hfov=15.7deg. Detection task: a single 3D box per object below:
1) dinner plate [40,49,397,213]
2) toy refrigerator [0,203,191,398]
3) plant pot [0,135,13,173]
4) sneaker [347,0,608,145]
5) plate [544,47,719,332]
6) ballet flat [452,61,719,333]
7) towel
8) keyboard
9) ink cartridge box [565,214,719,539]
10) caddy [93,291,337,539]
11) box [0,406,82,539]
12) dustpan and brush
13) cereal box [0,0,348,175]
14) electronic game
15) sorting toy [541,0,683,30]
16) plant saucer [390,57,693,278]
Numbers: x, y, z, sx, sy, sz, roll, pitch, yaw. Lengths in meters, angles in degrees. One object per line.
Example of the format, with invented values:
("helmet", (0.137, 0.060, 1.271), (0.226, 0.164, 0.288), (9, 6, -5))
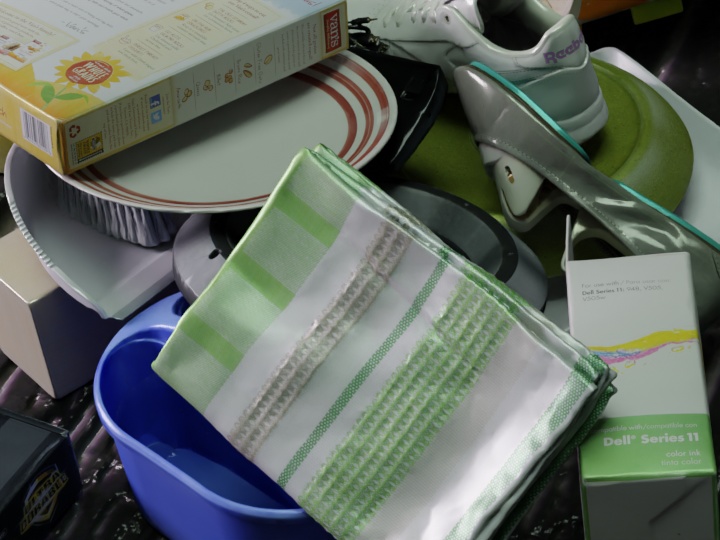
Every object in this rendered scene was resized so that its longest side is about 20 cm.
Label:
("dinner plate", (-0.079, -0.078, 1.428), (0.200, 0.024, 0.200), (-3, 33, 2))
("toy refrigerator", (-0.119, -0.017, 1.508), (0.200, 0.076, 0.070), (-33, 45, -23))
("plant pot", (-0.214, -0.179, 1.663), (0.200, 0.142, 0.200), (-6, 40, 5))
("sneaker", (0.059, -0.142, 1.503), (0.200, 0.100, 0.075), (24, 53, 35))
("plate", (0.124, -0.039, 1.517), (0.200, 0.032, 0.200), (-27, 44, -19))
("ballet flat", (0.115, -0.035, 1.413), (0.200, 0.067, 0.064), (39, 82, 11))
("towel", (0.006, 0.051, 1.255), (0.200, 0.031, 0.149), (39, 97, 20))
("keyboard", (-0.027, -0.102, 1.505), (0.200, 0.040, 0.104), (17, 66, 39))
("ink cartridge box", (0.142, 0.072, 1.320), (0.067, 0.117, 0.200), (-5, 41, 5))
("caddy", (-0.047, 0.079, 1.358), (0.200, 0.105, 0.141), (29, 55, 36))
("box", (-0.267, 0.143, 1.375), (0.159, 0.046, 0.200), (16, 48, 27))
("dustpan and brush", (-0.164, -0.064, 1.466), (0.200, 0.057, 0.140), (26, 52, 35))
("cereal box", (-0.126, -0.129, 1.453), (0.200, 0.040, 0.144), (-26, 39, -31))
("electronic game", (0.000, 0.000, 1.376), (0.200, 0.042, 0.200), (5, 27, -3))
("sorting toy", (0.189, -0.221, 1.672), (0.180, 0.107, 0.200), (-10, 39, -12))
("plant saucer", (0.093, -0.071, 1.513), (0.200, 0.031, 0.200), (-7, 40, 6))
